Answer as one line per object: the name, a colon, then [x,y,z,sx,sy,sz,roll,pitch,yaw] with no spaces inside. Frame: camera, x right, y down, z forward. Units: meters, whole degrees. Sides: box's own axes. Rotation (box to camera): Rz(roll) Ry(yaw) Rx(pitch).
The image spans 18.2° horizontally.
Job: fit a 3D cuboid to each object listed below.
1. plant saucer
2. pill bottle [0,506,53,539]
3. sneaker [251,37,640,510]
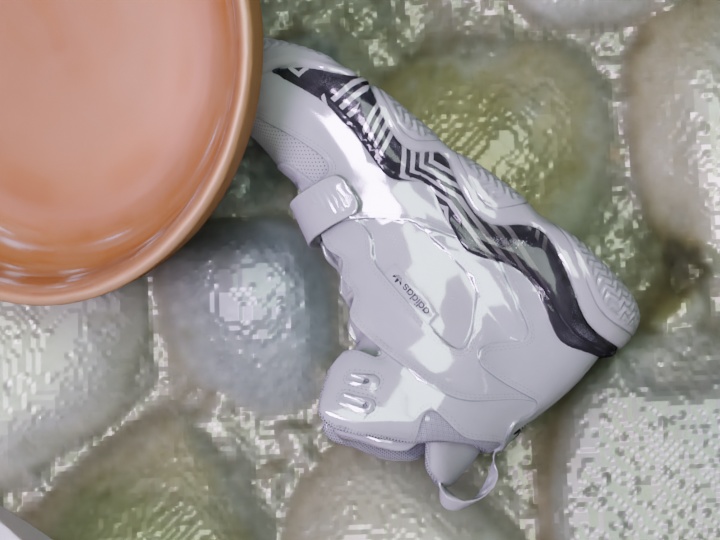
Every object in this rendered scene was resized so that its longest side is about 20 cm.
plant saucer: [-0.122,-0.087,0.882,0.200,0.037,0.201,2,95,28]
pill bottle: [-0.167,0.192,0.837,0.113,0.113,0.200,36,85,9]
sneaker: [0.000,0.000,0.875,0.200,0.075,0.115,36,82,6]
